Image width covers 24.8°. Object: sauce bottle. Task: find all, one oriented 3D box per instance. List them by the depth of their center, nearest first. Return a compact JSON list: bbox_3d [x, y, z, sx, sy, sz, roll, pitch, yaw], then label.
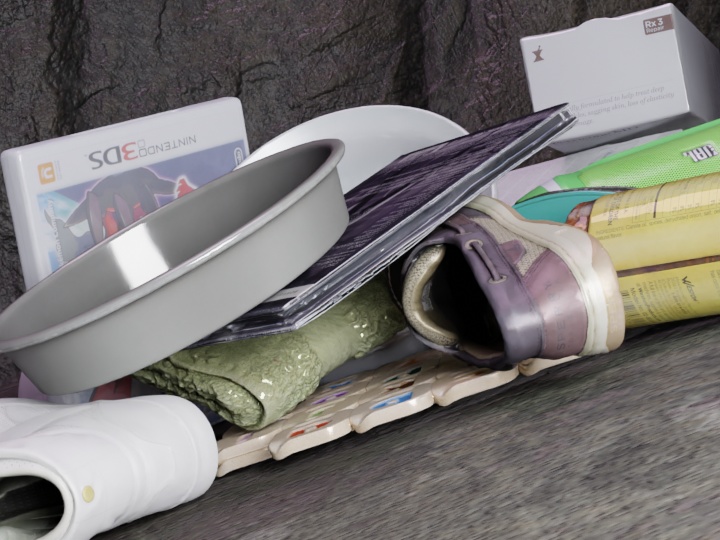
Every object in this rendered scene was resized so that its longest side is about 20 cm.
[{"bbox_3d":[0.189,-0.016,0.718,0.199,0.066,0.066,-9,7,29],"label":"sauce bottle"}]

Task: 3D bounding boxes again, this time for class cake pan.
[{"bbox_3d":[-0.089,-0.001,0.797,0.200,0.037,0.200,-27,13,7],"label":"cake pan"}]

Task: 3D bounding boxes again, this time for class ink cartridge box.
[{"bbox_3d":[0.121,-0.023,1.139,0.162,0.050,0.200,-43,21,-33],"label":"ink cartridge box"}]

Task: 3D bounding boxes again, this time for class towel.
[{"bbox_3d":[-0.074,0.022,0.899,0.200,0.037,0.148,16,36,41],"label":"towel"}]

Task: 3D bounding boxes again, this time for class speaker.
[{"bbox_3d":[0.191,-0.036,0.917,0.199,0.089,0.088,-19,2,-6],"label":"speaker"}]

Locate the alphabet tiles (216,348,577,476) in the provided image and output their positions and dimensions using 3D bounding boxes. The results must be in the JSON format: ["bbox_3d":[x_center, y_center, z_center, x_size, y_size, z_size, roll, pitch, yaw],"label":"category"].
[{"bbox_3d":[0.022,0.061,0.832,0.199,0.015,0.196,-18,2,5],"label":"alphabet tiles"}]

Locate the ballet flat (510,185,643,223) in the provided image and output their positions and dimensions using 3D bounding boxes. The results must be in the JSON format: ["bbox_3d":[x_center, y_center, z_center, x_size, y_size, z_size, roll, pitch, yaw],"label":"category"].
[{"bbox_3d":[0.158,-0.008,0.813,0.199,0.068,0.068,-5,-18,30],"label":"ballet flat"}]

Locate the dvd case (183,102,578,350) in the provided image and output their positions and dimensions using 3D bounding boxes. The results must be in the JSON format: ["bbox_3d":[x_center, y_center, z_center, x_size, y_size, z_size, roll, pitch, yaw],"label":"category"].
[{"bbox_3d":[-0.002,-0.019,0.816,0.200,0.016,0.149,-35,13,-32],"label":"dvd case"}]

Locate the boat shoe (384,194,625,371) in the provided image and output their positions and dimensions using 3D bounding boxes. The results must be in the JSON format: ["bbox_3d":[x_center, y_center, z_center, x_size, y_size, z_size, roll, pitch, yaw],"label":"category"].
[{"bbox_3d":[0.049,0.007,0.764,0.065,0.072,0.200,-11,12,-21],"label":"boat shoe"}]

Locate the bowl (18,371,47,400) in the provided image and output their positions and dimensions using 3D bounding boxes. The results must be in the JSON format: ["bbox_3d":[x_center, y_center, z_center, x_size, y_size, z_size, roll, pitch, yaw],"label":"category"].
[{"bbox_3d":[-0.194,0.071,1.455,0.199,0.075,0.200,-19,-1,25],"label":"bowl"}]

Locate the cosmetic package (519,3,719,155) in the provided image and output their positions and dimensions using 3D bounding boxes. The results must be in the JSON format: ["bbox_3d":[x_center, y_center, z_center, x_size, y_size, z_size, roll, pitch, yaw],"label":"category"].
[{"bbox_3d":[0.200,-0.129,1.196,0.112,0.081,0.200,-11,-5,23],"label":"cosmetic package"}]

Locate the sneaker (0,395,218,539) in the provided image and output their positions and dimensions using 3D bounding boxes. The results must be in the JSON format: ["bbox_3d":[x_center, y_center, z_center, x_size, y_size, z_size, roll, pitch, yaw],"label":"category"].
[{"bbox_3d":[-0.176,0.101,0.748,0.199,0.074,0.115,-16,0,33],"label":"sneaker"}]

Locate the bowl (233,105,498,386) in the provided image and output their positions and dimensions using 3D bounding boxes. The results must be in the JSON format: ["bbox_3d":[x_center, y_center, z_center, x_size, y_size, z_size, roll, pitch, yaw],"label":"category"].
[{"bbox_3d":[0.000,0.000,1.008,0.200,0.090,0.202,-13,47,15],"label":"bowl"}]

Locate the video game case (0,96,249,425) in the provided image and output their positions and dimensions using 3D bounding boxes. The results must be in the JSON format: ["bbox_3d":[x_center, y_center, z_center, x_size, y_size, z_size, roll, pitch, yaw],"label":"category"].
[{"bbox_3d":[-0.127,0.006,1.016,0.023,0.201,0.182,2,16,42],"label":"video game case"}]
